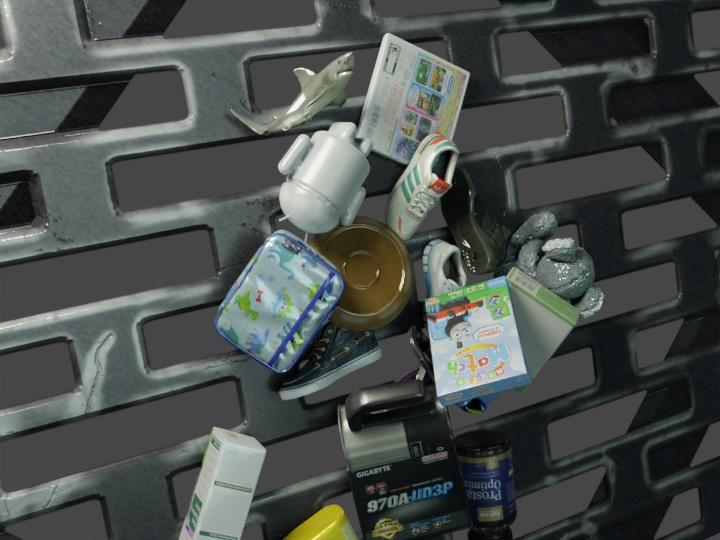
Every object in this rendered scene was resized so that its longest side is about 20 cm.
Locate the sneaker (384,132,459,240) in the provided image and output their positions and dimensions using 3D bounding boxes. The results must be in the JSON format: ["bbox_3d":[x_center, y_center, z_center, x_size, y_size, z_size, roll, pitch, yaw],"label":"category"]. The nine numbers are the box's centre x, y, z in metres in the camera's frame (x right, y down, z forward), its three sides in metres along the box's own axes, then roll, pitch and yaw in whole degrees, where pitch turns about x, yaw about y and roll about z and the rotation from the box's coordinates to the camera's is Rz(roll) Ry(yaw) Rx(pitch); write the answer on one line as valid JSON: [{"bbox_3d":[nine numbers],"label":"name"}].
[{"bbox_3d":[0.109,-0.140,1.371,0.069,0.093,0.203,25,97,-24],"label":"sneaker"}]

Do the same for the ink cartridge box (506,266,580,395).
[{"bbox_3d":[0.286,0.113,1.431,0.144,0.202,0.048,34,40,9],"label":"ink cartridge box"}]

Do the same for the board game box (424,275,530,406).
[{"bbox_3d":[0.190,0.114,1.310,0.148,0.203,0.037,-17,137,14],"label":"board game box"}]

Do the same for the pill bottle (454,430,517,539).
[{"bbox_3d":[0.233,0.410,1.464,0.110,0.111,0.205,-9,96,-22],"label":"pill bottle"}]

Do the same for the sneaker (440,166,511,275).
[{"bbox_3d":[0.213,-0.091,1.450,0.113,0.076,0.203,-3,69,-54],"label":"sneaker"}]

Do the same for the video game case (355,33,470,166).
[{"bbox_3d":[0.094,-0.291,1.408,0.179,0.024,0.204,18,85,-24],"label":"video game case"}]

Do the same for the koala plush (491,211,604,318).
[{"bbox_3d":[0.354,0.006,1.443,0.182,0.199,0.180,-34,106,-17],"label":"koala plush"}]

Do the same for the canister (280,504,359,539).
[{"bbox_3d":[-0.046,0.531,1.365,0.147,0.086,0.203,-31,103,-19],"label":"canister"}]

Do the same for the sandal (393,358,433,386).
[{"bbox_3d":[0.121,0.209,1.435,0.202,0.050,0.083,-38,105,-15],"label":"sandal"}]

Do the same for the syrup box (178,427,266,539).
[{"bbox_3d":[-0.226,0.369,1.279,0.080,0.078,0.204,19,86,-23],"label":"syrup box"}]

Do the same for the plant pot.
[{"bbox_3d":[0.000,0.000,1.346,0.195,0.027,0.205,3,76,-12],"label":"plant pot"}]

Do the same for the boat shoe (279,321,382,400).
[{"bbox_3d":[-0.062,0.143,1.348,0.197,0.071,0.093,-24,95,-24],"label":"boat shoe"}]

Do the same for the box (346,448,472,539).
[{"bbox_3d":[0.087,0.395,1.398,0.196,0.046,0.162,-13,99,1],"label":"box"}]

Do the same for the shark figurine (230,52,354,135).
[{"bbox_3d":[-0.103,-0.291,1.307,0.213,0.128,0.090,-35,80,0],"label":"shark figurine"}]

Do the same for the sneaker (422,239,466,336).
[{"bbox_3d":[0.159,0.048,1.424,0.074,0.086,0.205,-12,99,-23],"label":"sneaker"}]

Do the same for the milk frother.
[{"bbox_3d":[0.054,0.218,1.361,0.184,0.201,0.183,-12,122,4],"label":"milk frother"}]

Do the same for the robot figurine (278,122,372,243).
[{"bbox_3d":[-0.059,-0.146,1.301,0.169,0.112,0.202,38,78,-29],"label":"robot figurine"}]

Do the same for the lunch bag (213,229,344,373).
[{"bbox_3d":[-0.126,0.050,1.271,0.160,0.082,0.201,37,94,-8],"label":"lunch bag"}]

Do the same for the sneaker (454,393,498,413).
[{"bbox_3d":[0.205,0.228,1.419,0.199,0.065,0.080,29,39,-58],"label":"sneaker"}]
